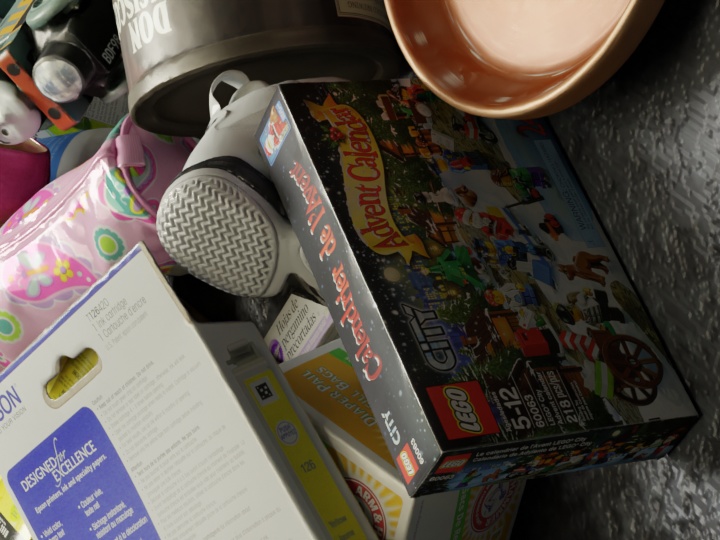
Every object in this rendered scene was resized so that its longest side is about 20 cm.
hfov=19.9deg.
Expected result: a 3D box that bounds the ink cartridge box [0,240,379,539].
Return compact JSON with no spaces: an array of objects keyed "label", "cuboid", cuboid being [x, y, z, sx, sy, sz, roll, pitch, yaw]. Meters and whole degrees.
[{"label":"ink cartridge box","cuboid":[-0.094,0.110,1.017,0.197,0.047,0.201,-38,77,44]}]

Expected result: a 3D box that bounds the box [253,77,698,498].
[{"label":"box","cuboid":[0.049,0.000,0.923,0.038,0.136,0.201,-59,46,45]}]

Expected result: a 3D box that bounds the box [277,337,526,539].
[{"label":"box","cuboid":[0.001,0.145,1.044,0.112,0.101,0.201,32,125,31]}]

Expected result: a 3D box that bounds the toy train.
[{"label":"toy train","cuboid":[-0.161,-0.149,1.198,0.114,0.085,0.201,-31,25,33]}]

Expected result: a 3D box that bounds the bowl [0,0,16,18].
[{"label":"bowl","cuboid":[-0.229,-0.241,1.383,0.201,0.104,0.202,-173,90,-79]}]

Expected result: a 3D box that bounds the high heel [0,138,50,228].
[{"label":"high heel","cuboid":[-0.265,-0.099,1.210,0.200,0.067,0.096,39,129,1]}]

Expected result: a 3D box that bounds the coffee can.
[{"label":"coffee can","cuboid":[-0.068,-0.188,1.092,0.146,0.145,0.202,-30,68,59]}]

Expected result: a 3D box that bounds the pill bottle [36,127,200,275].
[{"label":"pill bottle","cuboid":[-0.186,-0.029,1.288,0.199,0.112,0.113,-9,87,25]}]

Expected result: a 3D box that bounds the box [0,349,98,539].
[{"label":"box","cuboid":[-0.170,0.110,1.211,0.075,0.050,0.201,36,99,50]}]

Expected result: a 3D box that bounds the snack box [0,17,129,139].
[{"label":"snack box","cuboid":[-0.242,-0.097,1.363,0.169,0.199,0.068,-39,40,56]}]

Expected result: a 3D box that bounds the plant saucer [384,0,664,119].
[{"label":"plant saucer","cuboid":[0.079,-0.167,0.918,0.200,0.032,0.202,-7,81,52]}]

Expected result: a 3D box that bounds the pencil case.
[{"label":"pencil case","cuboid":[-0.166,-0.007,1.160,0.200,0.087,0.088,-34,63,32]}]

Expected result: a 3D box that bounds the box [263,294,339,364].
[{"label":"box","cuboid":[0.000,0.000,1.112,0.039,0.041,0.200,66,147,25]}]

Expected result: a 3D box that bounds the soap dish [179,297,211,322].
[{"label":"soap dish","cuboid":[-0.131,0.096,1.324,0.200,0.081,0.159,32,122,55]}]

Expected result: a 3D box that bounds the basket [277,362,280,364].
[{"label":"basket","cuboid":[-0.097,0.154,1.154,0.135,0.180,0.201,21,116,32]}]

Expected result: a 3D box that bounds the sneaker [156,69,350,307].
[{"label":"sneaker","cuboid":[0.002,-0.025,0.999,0.075,0.199,0.115,-49,22,43]}]
